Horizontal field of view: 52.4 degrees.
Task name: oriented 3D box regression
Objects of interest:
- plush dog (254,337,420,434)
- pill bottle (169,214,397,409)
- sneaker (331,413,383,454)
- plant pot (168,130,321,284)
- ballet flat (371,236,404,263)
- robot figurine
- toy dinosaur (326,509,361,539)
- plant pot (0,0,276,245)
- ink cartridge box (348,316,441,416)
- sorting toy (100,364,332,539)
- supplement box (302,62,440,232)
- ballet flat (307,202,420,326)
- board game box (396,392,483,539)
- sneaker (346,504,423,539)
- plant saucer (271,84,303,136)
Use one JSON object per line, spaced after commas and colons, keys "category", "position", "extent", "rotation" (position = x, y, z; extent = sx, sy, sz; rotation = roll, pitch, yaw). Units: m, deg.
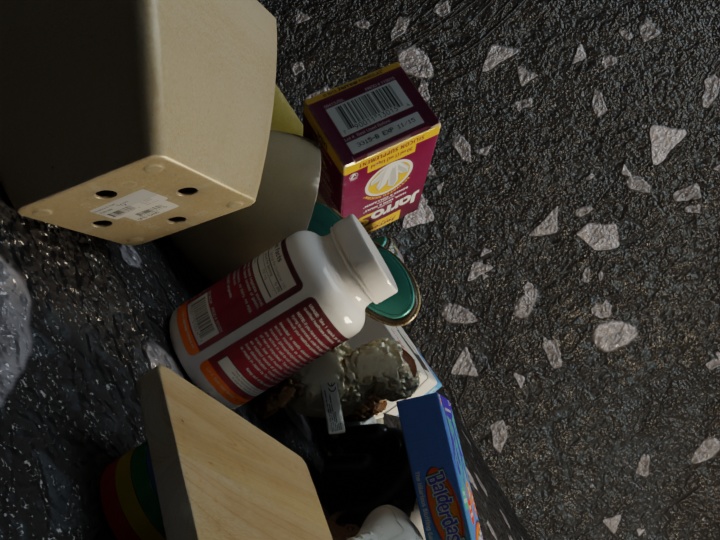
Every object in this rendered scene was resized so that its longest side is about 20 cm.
{"category": "plush dog", "position": [-0.050, 0.118, 0.834], "extent": [0.200, 0.161, 0.172], "rotation": [39, -17, 10]}
{"category": "pill bottle", "position": [-0.069, 0.036, 0.692], "extent": [0.113, 0.199, 0.113], "rotation": [58, 6, -10]}
{"category": "sneaker", "position": [-0.005, 0.226, 0.985], "extent": [0.200, 0.073, 0.080], "rotation": [31, 51, -83]}
{"category": "plant pot", "position": [-0.147, -0.075, 0.821], "extent": [0.134, 0.201, 0.201], "rotation": [19, 23, -21]}
{"category": "ballet flat", "position": [-0.013, 0.002, 1.000], "extent": [0.200, 0.072, 0.072], "rotation": [-9, -59, 50]}
{"category": "robot figurine", "position": [0.043, 0.265, 0.846], "extent": [0.201, 0.150, 0.125], "rotation": [56, -8, -25]}
{"category": "toy dinosaur", "position": [0.044, 0.322, 0.744], "extent": [0.200, 0.086, 0.136], "rotation": [52, 11, -38]}
{"category": "plant pot", "position": [-0.183, -0.131, 0.588], "extent": [0.200, 0.198, 0.178], "rotation": [21, 56, -66]}
{"category": "ink cartridge box", "position": [0.026, 0.116, 1.011], "extent": [0.145, 0.084, 0.200], "rotation": [55, 5, 20]}
{"category": "sorting toy", "position": [-0.079, 0.192, 0.466], "extent": [0.200, 0.069, 0.199], "rotation": [51, 9, -50]}
{"category": "supplement box", "position": [0.006, -0.136, 0.903], "extent": [0.104, 0.130, 0.200], "rotation": [58, -15, 19]}
{"category": "ballet flat", "position": [0.000, 0.000, 0.785], "extent": [0.200, 0.070, 0.065], "rotation": [49, -15, 36]}
{"category": "board game box", "position": [0.087, 0.228, 0.725], "extent": [0.152, 0.045, 0.202], "rotation": [48, 29, -74]}
{"category": "sneaker", "position": [-0.007, 0.250, 0.609], "extent": [0.099, 0.078, 0.200], "rotation": [49, 23, -5]}
{"category": "plant saucer", "position": [-0.180, -0.169, 0.938], "extent": [0.200, 0.199, 0.049], "rotation": [54, 28, -35]}
